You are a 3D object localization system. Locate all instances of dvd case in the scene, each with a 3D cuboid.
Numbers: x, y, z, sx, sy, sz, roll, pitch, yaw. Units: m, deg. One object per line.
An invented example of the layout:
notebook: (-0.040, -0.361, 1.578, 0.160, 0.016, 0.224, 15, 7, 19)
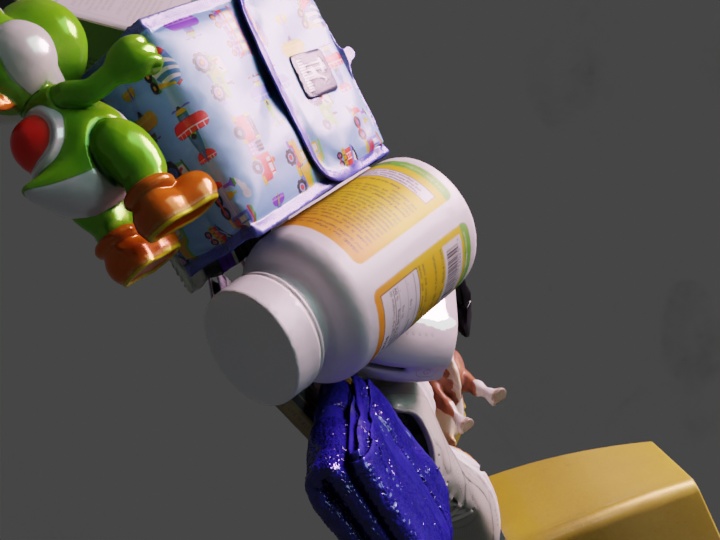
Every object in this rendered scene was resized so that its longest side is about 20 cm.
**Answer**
dvd case: (-0.047, 0.096, 0.848, 0.200, 0.016, 0.149, 49, 4, -21)

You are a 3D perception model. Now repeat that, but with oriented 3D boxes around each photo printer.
photo printer: (0.000, 0.000, 0.891, 0.163, 0.070, 0.202, 16, 44, -15)

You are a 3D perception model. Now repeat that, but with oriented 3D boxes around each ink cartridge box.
ink cartridge box: (-0.221, -0.194, 0.829, 0.196, 0.077, 0.149, 12, 33, -5)

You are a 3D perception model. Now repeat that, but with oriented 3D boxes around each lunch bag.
lunch bag: (-0.069, -0.115, 0.749, 0.199, 0.093, 0.152, -36, 98, -43)

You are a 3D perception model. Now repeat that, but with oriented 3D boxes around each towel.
towel: (0.023, 0.151, 0.741, 0.148, 0.049, 0.200, 51, 8, -8)

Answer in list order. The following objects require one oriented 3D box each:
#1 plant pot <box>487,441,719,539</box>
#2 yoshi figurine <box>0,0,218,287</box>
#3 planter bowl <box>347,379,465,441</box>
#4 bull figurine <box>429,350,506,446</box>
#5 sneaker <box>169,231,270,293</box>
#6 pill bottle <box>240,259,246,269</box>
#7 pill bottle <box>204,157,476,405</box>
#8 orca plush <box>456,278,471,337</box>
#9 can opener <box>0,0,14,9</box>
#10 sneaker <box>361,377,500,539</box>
plant pot: (0.242, 0.273, 0.998, 0.203, 0.174, 0.200, 63, 2, -6)
yoshi figurine: (-0.170, -0.097, 0.649, 0.200, 0.112, 0.112, 48, -7, 2)
planter bowl: (0.058, 0.141, 1.169, 0.201, 0.083, 0.200, 51, 3, -4)
bull figurine: (0.072, 0.124, 0.991, 0.121, 0.064, 0.203, 40, -40, 45)
sneaker: (-0.127, -0.075, 0.823, 0.201, 0.098, 0.070, 56, -10, 34)
pill bottle: (-0.042, 0.012, 1.016, 0.112, 0.111, 0.201, 47, 5, -37)
pill bottle: (-0.013, 0.007, 0.744, 0.111, 0.111, 0.199, 49, 46, 5)
orca plush: (0.016, 0.059, 1.068, 0.071, 0.197, 0.107, -38, 124, -50)
can opener: (-0.227, -0.243, 0.939, 0.054, 0.196, 0.068, 101, -19, -45)
sneaker: (0.055, 0.174, 0.896, 0.202, 0.075, 0.092, 58, 15, -14)
